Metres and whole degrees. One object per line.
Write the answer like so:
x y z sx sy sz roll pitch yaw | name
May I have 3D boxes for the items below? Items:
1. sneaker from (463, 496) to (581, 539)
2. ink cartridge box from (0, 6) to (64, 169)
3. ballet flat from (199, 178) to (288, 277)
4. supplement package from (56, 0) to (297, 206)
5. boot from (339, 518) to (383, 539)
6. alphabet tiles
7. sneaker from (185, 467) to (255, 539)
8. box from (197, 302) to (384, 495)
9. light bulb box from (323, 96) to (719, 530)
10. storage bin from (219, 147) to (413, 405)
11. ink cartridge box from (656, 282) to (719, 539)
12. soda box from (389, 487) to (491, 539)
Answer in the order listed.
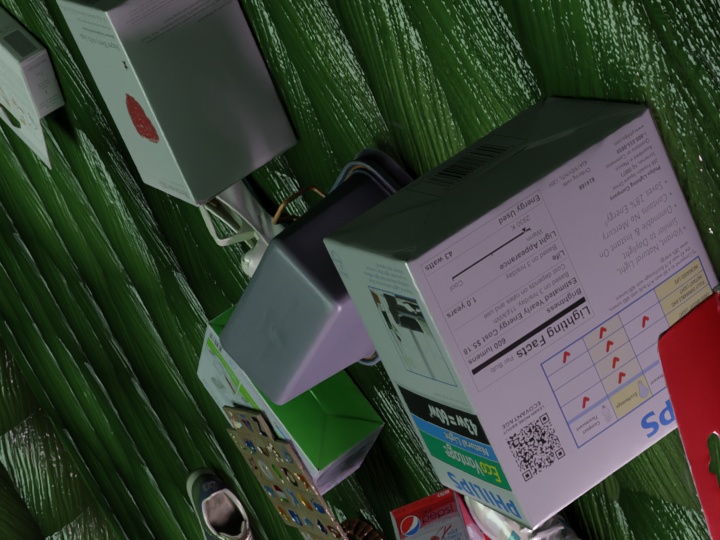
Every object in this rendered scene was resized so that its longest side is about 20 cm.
0.170 0.239 1.605 0.200 0.070 0.093 57 154 -10 | sneaker
-0.440 -0.249 2.307 0.200 0.045 0.177 42 155 36 | ink cartridge box
-0.107 -0.032 1.829 0.200 0.069 0.070 48 159 22 | ballet flat
-0.165 -0.180 1.655 0.121 0.120 0.201 23 142 56 | supplement package
0.039 0.384 2.133 0.200 0.075 0.108 48 164 46 | boot
-0.079 0.232 1.980 0.201 0.006 0.166 60 158 -15 | alphabet tiles
-0.190 0.385 2.662 0.201 0.067 0.090 66 164 -16 | sneaker
-0.082 0.140 1.990 0.200 0.096 0.177 52 161 12 | box
0.117 0.023 1.189 0.125 0.198 0.201 18 136 63 | light bulb box
-0.034 0.010 1.527 0.146 0.134 0.200 46 139 12 | storage bin
0.262 0.077 0.964 0.084 0.175 0.201 28 147 53 | ink cartridge box
0.098 0.270 1.695 0.200 0.070 0.064 51 -160 -55 | soda box
